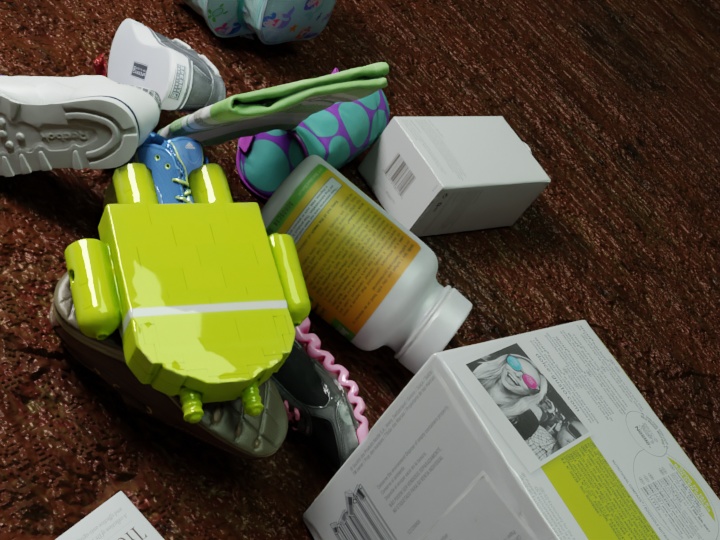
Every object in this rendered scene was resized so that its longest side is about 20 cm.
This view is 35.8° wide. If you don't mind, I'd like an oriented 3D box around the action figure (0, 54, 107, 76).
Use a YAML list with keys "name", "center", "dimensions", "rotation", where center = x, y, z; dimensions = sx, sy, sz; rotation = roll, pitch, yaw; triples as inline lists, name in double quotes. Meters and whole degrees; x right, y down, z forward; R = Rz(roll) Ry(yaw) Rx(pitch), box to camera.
- name: "action figure"
  center: [-0.255, -0.157, 0.970]
  dimensions: [0.198, 0.099, 0.066]
  rotation: [25, 34, -23]

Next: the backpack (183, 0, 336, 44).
- name: "backpack"
  center: [-0.109, -0.345, 1.243]
  dimensions: [0.198, 0.179, 0.151]
  rotation: [-15, 54, -45]

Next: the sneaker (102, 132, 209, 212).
- name: "sneaker"
  center: [-0.149, -0.043, 0.888]
  dimensions: [0.075, 0.106, 0.200]
  rotation: [-2, 34, -40]

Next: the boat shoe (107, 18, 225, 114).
- name: "boat shoe"
  center: [-0.181, -0.185, 1.039]
  dimensions: [0.067, 0.073, 0.199]
  rotation: [11, 10, -33]

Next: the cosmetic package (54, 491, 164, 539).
- name: "cosmetic package"
  center: [-0.162, 0.241, 0.644]
  dimensions: [0.151, 0.052, 0.199]
  rotation: [46, 35, 6]

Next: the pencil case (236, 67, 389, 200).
- name: "pencil case"
  center: [-0.046, -0.143, 1.150]
  dimensions: [0.093, 0.085, 0.200]
  rotation: [47, 35, 2]

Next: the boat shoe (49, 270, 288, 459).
- name: "boat shoe"
  center: [-0.142, 0.074, 0.828]
  dimensions: [0.199, 0.068, 0.072]
  rotation: [35, 52, -4]

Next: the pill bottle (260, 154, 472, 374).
- name: "pill bottle"
  center: [0.000, 0.000, 1.007]
  dimensions: [0.199, 0.111, 0.111]
  rotation: [39, 35, 1]

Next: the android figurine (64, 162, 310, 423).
- name: "android figurine"
  center: [-0.118, 0.014, 0.808]
  dimensions: [0.179, 0.041, 0.203]
  rotation: [-4, 62, -31]

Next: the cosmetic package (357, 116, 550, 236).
- name: "cosmetic package"
  center: [0.108, -0.108, 1.251]
  dimensions: [0.198, 0.085, 0.108]
  rotation: [-6, 54, -46]

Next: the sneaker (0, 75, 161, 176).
- name: "sneaker"
  center: [-0.261, -0.126, 0.907]
  dimensions: [0.196, 0.078, 0.081]
  rotation: [8, 33, 8]

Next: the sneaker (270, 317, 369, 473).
- name: "sneaker"
  center: [-0.068, 0.088, 0.899]
  dimensions: [0.094, 0.079, 0.201]
  rotation: [-22, 64, -27]

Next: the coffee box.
- name: "coffee box"
  center: [0.116, 0.186, 0.824]
  dimensions: [0.196, 0.200, 0.201]
  rotation: [-8, 54, -46]

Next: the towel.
- name: "towel"
  center: [-0.078, -0.131, 0.931]
  dimensions: [0.147, 0.199, 0.031]
  rotation: [-19, 98, -25]
